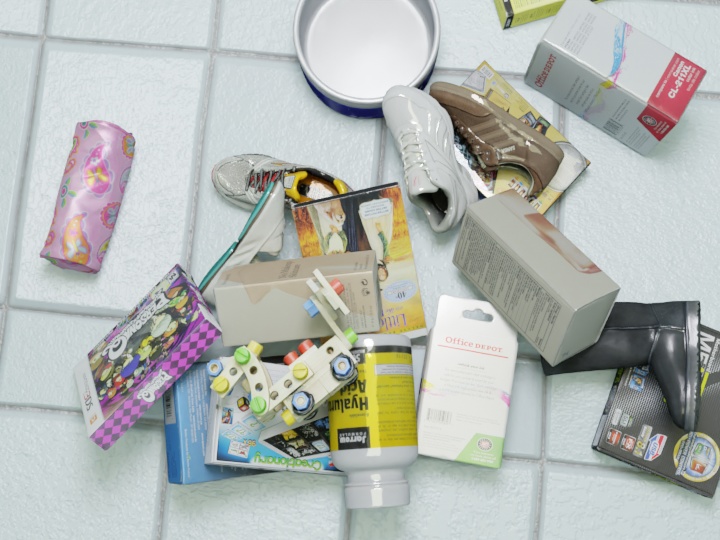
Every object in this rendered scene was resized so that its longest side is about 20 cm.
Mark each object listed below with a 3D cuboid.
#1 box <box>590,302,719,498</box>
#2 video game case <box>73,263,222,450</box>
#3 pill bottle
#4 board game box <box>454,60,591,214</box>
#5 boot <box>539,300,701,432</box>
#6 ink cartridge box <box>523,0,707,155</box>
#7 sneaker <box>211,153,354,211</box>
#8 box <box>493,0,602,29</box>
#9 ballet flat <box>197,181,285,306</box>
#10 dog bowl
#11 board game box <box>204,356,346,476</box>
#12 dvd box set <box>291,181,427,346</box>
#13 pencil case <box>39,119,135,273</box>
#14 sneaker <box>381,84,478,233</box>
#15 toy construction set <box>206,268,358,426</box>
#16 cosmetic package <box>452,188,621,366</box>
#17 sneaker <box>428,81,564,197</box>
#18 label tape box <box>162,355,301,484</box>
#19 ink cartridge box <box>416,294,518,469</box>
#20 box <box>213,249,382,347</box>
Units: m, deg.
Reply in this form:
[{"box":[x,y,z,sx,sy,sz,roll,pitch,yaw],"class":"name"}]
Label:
[{"box":[0.405,0.166,1.270,0.157,0.044,0.204,22,83,6],"class":"box"},{"box":[-0.270,0.102,1.232,0.200,0.181,0.036,-45,121,0],"class":"video game case"},{"box":[0.015,0.185,1.210,0.109,0.111,0.205,-4,79,1],"class":"pill bottle"},{"box":[0.191,-0.162,1.327,0.135,0.035,0.200,-44,83,-5],"class":"board game box"},{"box":[0.320,0.116,1.229,0.196,0.066,0.168,-2,64,23],"class":"boot"},{"box":[0.324,-0.253,1.280,0.198,0.146,0.084,33,83,5],"class":"ink cartridge box"},{"box":[-0.101,-0.117,1.303,0.195,0.082,0.080,9,82,3],"class":"sneaker"},{"box":[0.280,-0.398,1.350,0.196,0.050,0.077,-17,82,0],"class":"box"},{"box":[-0.138,-0.027,1.276,0.069,0.069,0.201,42,115,7],"class":"ballet flat"},{"box":[0.009,-0.312,1.330,0.195,0.079,0.205,0,82,2],"class":"dog bowl"},{"box":[-0.093,0.185,1.235,0.196,0.034,0.129,11,74,-26],"class":"board game box"},{"box":[0.000,0.000,1.273,0.143,0.029,0.204,-11,105,1],"class":"dvd box set"},{"box":[-0.360,-0.100,1.310,0.085,0.087,0.205,12,82,3],"class":"pencil case"},{"box":[0.083,-0.139,1.260,0.077,0.100,0.202,-22,106,35],"class":"sneaker"},{"box":[-0.077,0.099,1.147,0.200,0.092,0.132,-43,73,9],"class":"toy construction set"},{"box":[0.213,0.004,1.223,0.086,0.105,0.201,-20,54,-30],"class":"cosmetic package"},{"box":[0.164,-0.170,1.276,0.198,0.070,0.076,31,89,7],"class":"sneaker"},{"box":[-0.149,0.188,1.261,0.196,0.063,0.148,-1,80,-29],"class":"label tape box"},{"box":[0.135,0.141,1.269,0.114,0.067,0.205,10,83,2],"class":"ink cartridge box"},{"box":[-0.074,0.034,1.216,0.195,0.095,0.079,-6,107,4],"class":"box"}]
